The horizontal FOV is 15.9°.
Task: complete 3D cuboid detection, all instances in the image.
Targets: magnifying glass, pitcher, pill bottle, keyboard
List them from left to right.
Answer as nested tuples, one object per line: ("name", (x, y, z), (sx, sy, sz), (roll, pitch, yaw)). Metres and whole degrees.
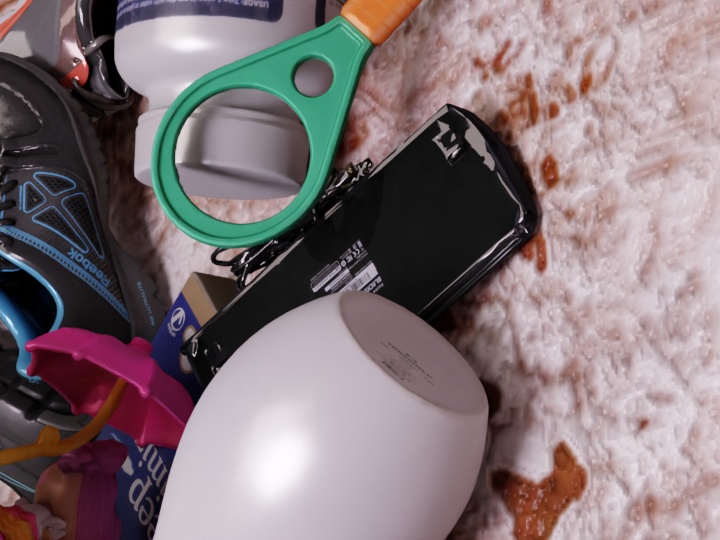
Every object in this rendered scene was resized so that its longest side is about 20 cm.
("pill bottle", (-0.061, -0.140, 1.242), (0.111, 0.111, 0.200), (-9, 74, 53))
("magnifying glass", (-0.016, -0.093, 1.170), (0.080, 0.022, 0.200), (42, 90, 8))
("pitcher", (-0.015, 0.124, 1.122), (0.172, 0.121, 0.200), (39, 110, 4))
("keyboard", (0.000, 0.000, 1.188), (0.200, 0.040, 0.104), (-40, 62, 27))

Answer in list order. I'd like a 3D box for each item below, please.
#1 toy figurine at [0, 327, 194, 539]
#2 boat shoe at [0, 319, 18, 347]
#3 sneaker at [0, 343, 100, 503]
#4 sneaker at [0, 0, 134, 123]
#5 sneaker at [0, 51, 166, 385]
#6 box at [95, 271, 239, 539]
("toy figurine", (-0.155, 0.109, 1.208), (0.150, 0.184, 0.200), (23, 121, 35))
("boat shoe", (-0.226, 0.013, 1.466), (0.200, 0.065, 0.074), (-3, 78, 53))
("sneaker", (-0.232, 0.060, 1.404), (0.200, 0.075, 0.079), (33, 130, 17))
("sneaker", (-0.163, -0.106, 1.408), (0.082, 0.077, 0.200), (52, 123, 39))
("sneaker", (-0.173, -0.029, 1.349), (0.073, 0.082, 0.200), (-43, 67, 38))
("box", (-0.097, 0.116, 1.295), (0.200, 0.032, 0.121), (-60, 40, 26))
